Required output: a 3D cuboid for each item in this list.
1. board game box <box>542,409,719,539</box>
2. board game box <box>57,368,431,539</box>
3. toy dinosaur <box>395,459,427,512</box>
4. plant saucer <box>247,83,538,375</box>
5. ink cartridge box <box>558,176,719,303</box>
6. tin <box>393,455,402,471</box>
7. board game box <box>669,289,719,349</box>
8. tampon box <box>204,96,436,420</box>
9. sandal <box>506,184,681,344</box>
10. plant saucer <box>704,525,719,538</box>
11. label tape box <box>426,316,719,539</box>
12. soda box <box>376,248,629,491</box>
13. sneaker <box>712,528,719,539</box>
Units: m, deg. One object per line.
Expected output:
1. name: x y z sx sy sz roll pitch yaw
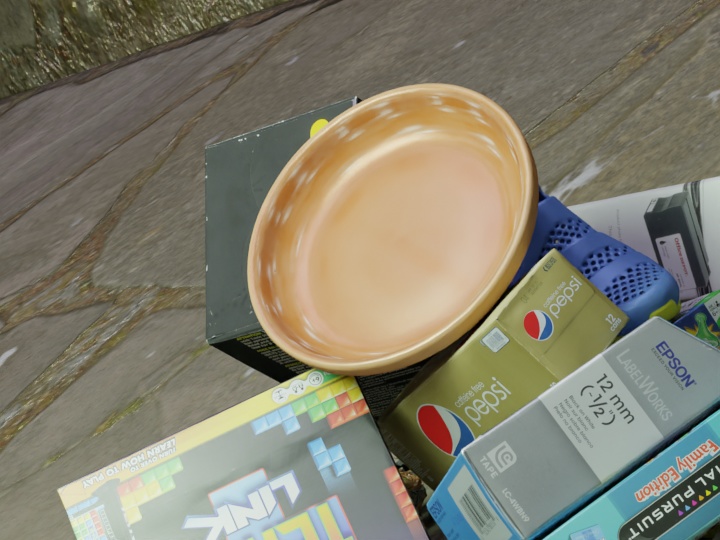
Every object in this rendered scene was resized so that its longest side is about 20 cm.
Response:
1. board game box: 0.175 0.122 1.372 0.200 0.047 0.151 -37 -10 3
2. board game box: -0.063 0.169 1.550 0.200 0.165 0.057 -26 -26 -1
3. toy dinosaur: -0.058 0.164 1.704 0.200 0.102 0.136 -5 31 -8
4. plant saucer: 0.023 -0.022 1.563 0.200 0.037 0.200 -17 54 24
5. ink cartridge box: 0.256 -0.018 1.725 0.200 0.084 0.144 -11 -7 40
6. tin: 0.048 0.105 1.824 0.200 0.042 0.112 -7 19 47
7. board game box: 0.156 0.075 1.647 0.135 0.034 0.200 -34 1 -18
8. tampon box: 0.000 0.000 1.727 0.126 0.200 0.150 -16 62 28
9. sandal: 0.124 -0.009 1.629 0.079 0.087 0.200 -33 33 -27
10. plant saucer: 0.245 0.089 1.550 0.200 0.048 0.200 -34 18 -31
11. label tape box: 0.140 0.085 1.408 0.200 0.066 0.143 -35 -11 -15
12. soda box: 0.081 0.065 1.546 0.068 0.064 0.200 -48 2 -32
13. sneaker: 0.271 0.119 1.320 0.200 0.075 0.088 -32 -15 9
